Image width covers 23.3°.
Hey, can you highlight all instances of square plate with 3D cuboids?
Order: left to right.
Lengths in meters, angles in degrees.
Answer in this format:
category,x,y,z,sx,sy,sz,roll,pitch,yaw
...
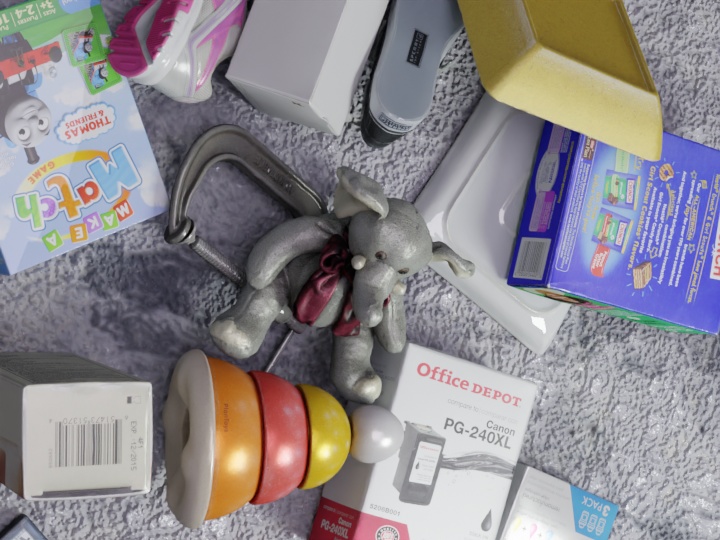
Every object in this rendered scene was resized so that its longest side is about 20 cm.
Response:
category,x,y,z,sx,sy,sz,roll,pitch,yaw
square plate,0.157,-0.055,1.626,0.198,0.028,0.201,38,77,-22

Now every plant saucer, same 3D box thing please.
category,x,y,z,sx,sy,sz,roll,pitch,yaw
plant saucer,0.181,-0.207,1.541,0.199,0.048,0.201,17,42,-30

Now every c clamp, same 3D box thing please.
category,x,y,z,sx,sy,sz,roll,pitch,yaw
c clamp,-0.097,-0.019,1.488,0.200,0.027,0.171,46,69,-34

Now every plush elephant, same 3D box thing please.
category,x,y,z,sx,sy,sz,roll,pitch,yaw
plush elephant,0.000,0.000,1.447,0.164,0.155,0.201,29,68,-23

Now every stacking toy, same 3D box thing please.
category,x,y,z,sx,sy,sz,roll,pitch,yaw
stacking toy,-0.059,0.141,1.451,0.199,0.146,0.147,3,92,-16

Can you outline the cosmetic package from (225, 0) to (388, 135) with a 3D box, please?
category,x,y,z,sx,sy,sz,roll,pitch,yaw
cosmetic package,-0.030,-0.227,1.468,0.084,0.108,0.201,20,82,15

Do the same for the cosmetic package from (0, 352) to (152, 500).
category,x,y,z,sx,sy,sz,roll,pitch,yaw
cosmetic package,-0.239,0.117,1.347,0.103,0.200,0.088,-1,95,-24

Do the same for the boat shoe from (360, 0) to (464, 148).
category,x,y,z,sx,sy,sz,roll,pitch,yaw
boat shoe,0.046,-0.192,1.541,0.073,0.068,0.200,22,59,-15

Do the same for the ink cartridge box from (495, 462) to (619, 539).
category,x,y,z,sx,sy,sz,roll,pitch,yaw
ink cartridge box,0.147,0.288,1.619,0.115,0.068,0.201,24,83,-25

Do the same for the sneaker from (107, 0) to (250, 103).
category,x,y,z,sx,sy,sz,roll,pitch,yaw
sneaker,-0.131,-0.223,1.452,0.088,0.081,0.201,45,65,-44

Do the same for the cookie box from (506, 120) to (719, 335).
category,x,y,z,sx,sy,sz,roll,pitch,yaw
cookie box,0.253,-0.043,1.616,0.199,0.075,0.172,16,86,-26

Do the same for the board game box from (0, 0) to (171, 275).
category,x,y,z,sx,sy,sz,roll,pitch,yaw
board game box,-0.255,-0.117,1.416,0.151,0.037,0.201,-24,104,-24

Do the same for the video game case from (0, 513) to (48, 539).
category,x,y,z,sx,sy,sz,roll,pitch,yaw
video game case,-0.270,0.322,1.445,0.143,0.019,0.200,-43,111,-17

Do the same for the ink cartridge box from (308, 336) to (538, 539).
category,x,y,z,sx,sy,sz,roll,pitch,yaw
ink cartridge box,0.057,0.170,1.559,0.145,0.083,0.201,18,85,-26
